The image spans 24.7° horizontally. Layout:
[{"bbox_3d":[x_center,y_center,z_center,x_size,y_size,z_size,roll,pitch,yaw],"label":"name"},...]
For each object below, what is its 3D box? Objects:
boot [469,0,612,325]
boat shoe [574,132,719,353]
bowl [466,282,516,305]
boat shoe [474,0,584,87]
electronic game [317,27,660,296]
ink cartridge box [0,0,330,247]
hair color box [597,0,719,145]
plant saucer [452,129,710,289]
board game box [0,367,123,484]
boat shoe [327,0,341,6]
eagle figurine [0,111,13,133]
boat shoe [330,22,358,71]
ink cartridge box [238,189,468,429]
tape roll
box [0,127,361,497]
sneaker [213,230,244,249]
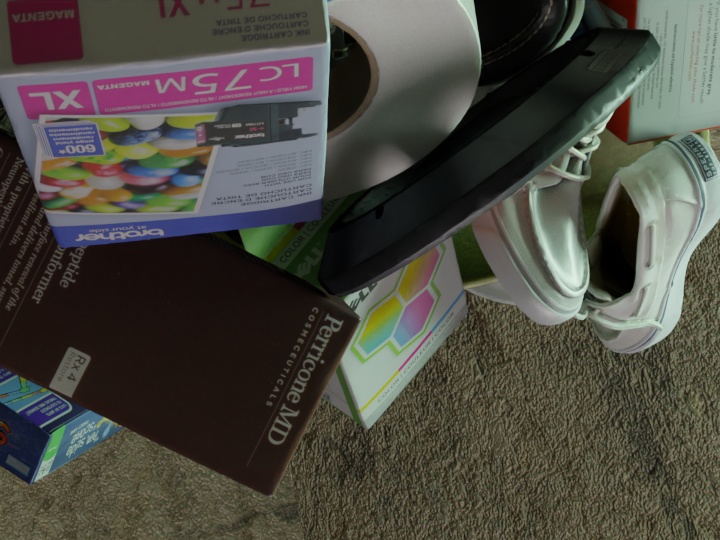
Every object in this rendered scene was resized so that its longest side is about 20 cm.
[{"bbox_3d":[0.106,-0.076,0.911,0.095,0.201,0.073,-21,175,40],"label":"boot"},{"bbox_3d":[0.152,0.000,0.989,0.086,0.075,0.202,-22,157,-18],"label":"boat shoe"},{"bbox_3d":[0.124,-0.083,1.151,0.200,0.202,0.091,-13,150,2],"label":"bowl"},{"bbox_3d":[0.032,-0.129,0.886,0.060,0.074,0.199,-15,-174,-41],"label":"boat shoe"},{"bbox_3d":[0.060,-0.053,0.799,0.200,0.042,0.200,-37,-174,5],"label":"electronic game"},{"bbox_3d":[-0.073,-0.054,0.658,0.118,0.042,0.200,-6,163,-5],"label":"ink cartridge box"},{"bbox_3d":[0.232,-0.146,0.965,0.199,0.102,0.061,-11,-149,-17],"label":"hair color box"},{"bbox_3d":[0.115,-0.097,1.034,0.199,0.201,0.048,-13,-147,0],"label":"plant saucer"},{"bbox_3d":[-0.189,0.047,0.966,0.135,0.035,0.200,30,-160,13],"label":"board game box"},{"bbox_3d":[-0.058,-0.129,0.595,0.199,0.073,0.072,-18,167,0],"label":"boat shoe"},{"bbox_3d":[-0.223,-0.041,0.879,0.199,0.152,0.151,0,147,-49],"label":"eagle figurine"},{"bbox_3d":[-0.061,-0.116,0.776,0.198,0.067,0.057,-10,180,3],"label":"boat shoe"},{"bbox_3d":[0.000,0.000,0.954,0.104,0.059,0.200,-49,153,-18],"label":"ink cartridge box"},{"bbox_3d":[-0.046,-0.095,0.729,0.201,0.037,0.203,-4,149,-3],"label":"tape roll"},{"bbox_3d":[-0.111,0.019,0.797,0.199,0.101,0.075,26,-179,-11],"label":"box"},{"bbox_3d":[-0.143,-0.002,0.979,0.199,0.083,0.072,12,157,6],"label":"sneaker"}]
